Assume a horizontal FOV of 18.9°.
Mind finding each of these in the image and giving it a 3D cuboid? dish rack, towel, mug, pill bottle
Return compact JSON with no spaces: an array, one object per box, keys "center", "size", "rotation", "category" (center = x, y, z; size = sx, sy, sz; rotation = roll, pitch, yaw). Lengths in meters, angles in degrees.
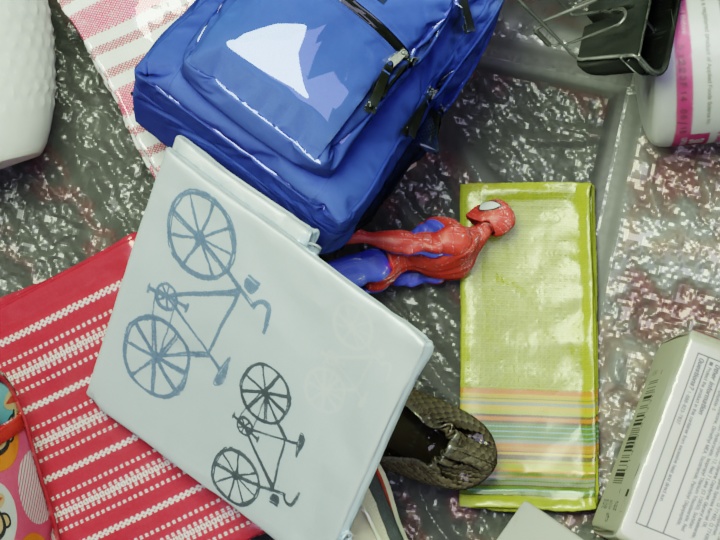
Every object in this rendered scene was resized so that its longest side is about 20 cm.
[{"center":[0.106,-0.211,1.184],"size":[0.054,0.200,0.154],"rotation":[-12,52,38],"category":"dish rack"},{"center":[0.102,0.046,1.320],"size":[0.085,0.018,0.201],"rotation":[0,85,1],"category":"towel"},{"center":[-0.276,-0.136,1.297],"size":[0.199,0.147,0.176],"rotation":[-15,92,30],"category":"mug"},{"center":[-0.152,0.093,1.310],"size":[0.144,0.022,0.201],"rotation":[-26,85,10],"category":"towel"},{"center":[-0.074,-0.114,1.294],"size":[0.146,0.030,0.201],"rotation":[-29,85,-3],"category":"towel"},{"center":[0.265,-0.137,1.284],"size":[0.199,0.113,0.114],"rotation":[-5,85,2],"category":"pill bottle"}]

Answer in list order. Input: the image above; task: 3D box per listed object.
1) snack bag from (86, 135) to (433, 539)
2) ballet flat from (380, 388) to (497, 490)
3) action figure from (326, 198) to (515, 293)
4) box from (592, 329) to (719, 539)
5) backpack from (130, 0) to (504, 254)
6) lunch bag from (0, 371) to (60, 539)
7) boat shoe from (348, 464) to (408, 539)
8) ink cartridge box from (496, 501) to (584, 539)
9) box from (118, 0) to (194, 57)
[{"center":[-0.058,0.051,1.215],"size":[0.200,0.021,0.189],"rotation":[35,124,20],"category":"snack bag"},{"center":[-0.013,0.085,1.301],"size":[0.199,0.046,0.068],"rotation":[20,89,9],"category":"ballet flat"},{"center":[0.000,0.000,1.296],"size":[0.199,0.066,0.052],"rotation":[-19,66,-7],"category":"action figure"},{"center":[0.252,0.131,1.258],"size":[0.199,0.109,0.129],"rotation":[22,84,0],"category":"box"},{"center":[-0.007,-0.134,1.205],"size":[0.162,0.168,0.200],"rotation":[38,75,-3],"category":"backpack"},{"center":[-0.263,0.138,1.221],"size":[0.082,0.200,0.177],"rotation":[-5,104,31],"category":"lunch bag"},{"center":[-0.014,0.158,1.271],"size":[0.071,0.063,0.201],"rotation":[-26,97,34],"category":"boat shoe"},{"center":[0.132,0.233,1.214],"size":[0.200,0.128,0.126],"rotation":[38,86,-20],"category":"ink cartridge box"},{"center":[-0.071,-0.143,1.331],"size":[0.155,0.041,0.201],"rotation":[-28,86,-2],"category":"box"}]
